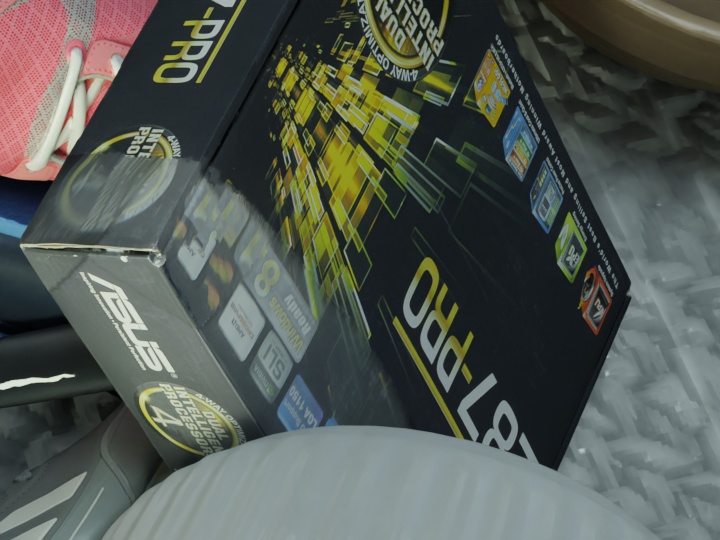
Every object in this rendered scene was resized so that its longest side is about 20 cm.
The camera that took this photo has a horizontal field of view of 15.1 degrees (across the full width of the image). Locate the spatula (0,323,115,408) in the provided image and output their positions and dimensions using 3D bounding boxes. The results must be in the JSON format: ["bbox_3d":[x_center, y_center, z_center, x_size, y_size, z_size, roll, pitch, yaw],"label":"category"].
[{"bbox_3d":[-0.139,0.035,0.747,0.199,0.021,0.057,-11,91,-7],"label":"spatula"}]

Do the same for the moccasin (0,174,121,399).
[{"bbox_3d":[-0.132,-0.004,0.773,0.199,0.068,0.081,21,28,-6],"label":"moccasin"}]

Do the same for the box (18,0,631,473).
[{"bbox_3d":[0.000,0.000,0.741,0.049,0.200,0.161,5,50,33],"label":"box"}]

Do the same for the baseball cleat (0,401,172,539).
[{"bbox_3d":[-0.121,0.087,0.726,0.106,0.070,0.200,32,56,7],"label":"baseball cleat"}]

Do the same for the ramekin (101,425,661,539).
[{"bbox_3d":[0.006,0.129,0.662,0.200,0.200,0.105,20,46,-1],"label":"ramekin"}]

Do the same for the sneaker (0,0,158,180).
[{"bbox_3d":[-0.056,-0.052,0.763,0.087,0.074,0.200,41,31,25],"label":"sneaker"}]

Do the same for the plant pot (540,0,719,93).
[{"bbox_3d":[0.117,-0.128,0.906,0.200,0.093,0.201,7,57,-11],"label":"plant pot"}]
